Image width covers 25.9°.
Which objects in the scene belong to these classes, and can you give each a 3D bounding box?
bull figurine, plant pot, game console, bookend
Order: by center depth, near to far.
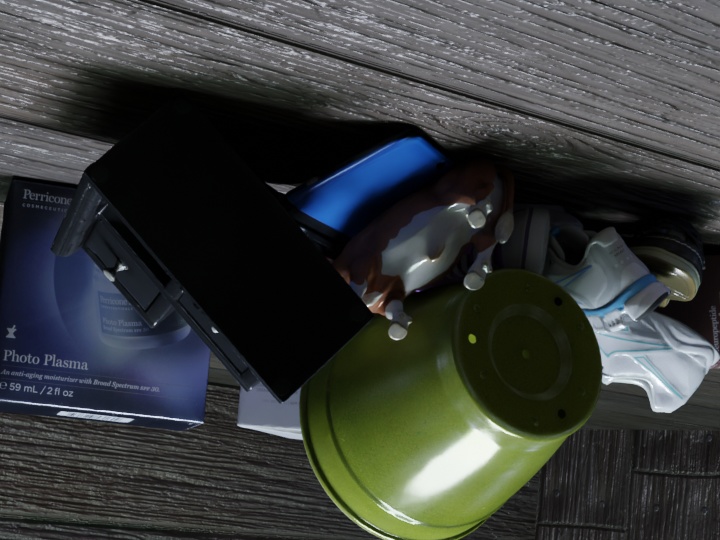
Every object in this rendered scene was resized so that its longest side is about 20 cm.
[{"bbox_3d":[-0.113,0.005,1.115,0.199,0.092,0.200,49,158,-2],"label":"bookend"},{"bbox_3d":[0.032,-0.007,1.151,0.065,0.200,0.122,44,-165,-21],"label":"bull figurine"},{"bbox_3d":[0.081,0.092,1.198,0.198,0.203,0.193,9,156,-24],"label":"plant pot"},{"bbox_3d":[-0.024,-0.077,1.198,0.170,0.119,0.200,35,-177,23],"label":"game console"}]

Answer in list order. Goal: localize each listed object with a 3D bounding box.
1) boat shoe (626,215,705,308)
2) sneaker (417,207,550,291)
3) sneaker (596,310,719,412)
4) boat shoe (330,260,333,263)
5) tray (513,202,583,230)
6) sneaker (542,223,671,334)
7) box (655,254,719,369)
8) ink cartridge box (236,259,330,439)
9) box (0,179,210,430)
[{"bbox_3d":[0.250,-0.014,1.296,0.071,0.067,0.201,29,176,7],"label":"boat shoe"},{"bbox_3d":[0.084,-0.009,1.271,0.113,0.074,0.201,11,165,-6],"label":"sneaker"},{"bbox_3d":[0.211,0.050,1.362,0.199,0.081,0.070,33,180,4],"label":"sneaker"},{"bbox_3d":[0.003,-0.001,1.363,0.072,0.064,0.200,-12,-178,21],"label":"boat shoe"},{"bbox_3d":[0.144,-0.032,1.376,0.106,0.022,0.200,4,171,9],"label":"tray"},{"bbox_3d":[0.170,0.007,1.262,0.075,0.087,0.200,-33,-177,-26],"label":"sneaker"},{"bbox_3d":[0.281,0.040,1.433,0.197,0.102,0.075,-4,171,3],"label":"box"},{"bbox_3d":[-0.044,0.055,1.454,0.082,0.203,0.145,2,171,18],"label":"ink cartridge box"},{"bbox_3d":[-0.239,0.035,1.442,0.197,0.201,0.123,7,169,-16],"label":"box"}]
